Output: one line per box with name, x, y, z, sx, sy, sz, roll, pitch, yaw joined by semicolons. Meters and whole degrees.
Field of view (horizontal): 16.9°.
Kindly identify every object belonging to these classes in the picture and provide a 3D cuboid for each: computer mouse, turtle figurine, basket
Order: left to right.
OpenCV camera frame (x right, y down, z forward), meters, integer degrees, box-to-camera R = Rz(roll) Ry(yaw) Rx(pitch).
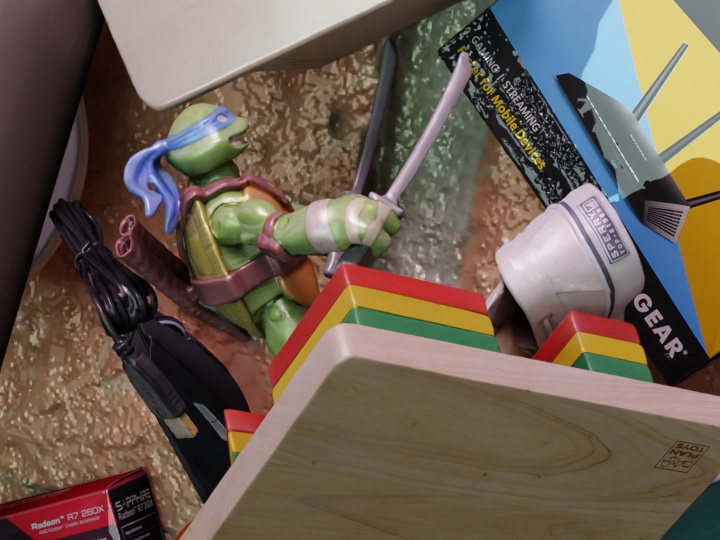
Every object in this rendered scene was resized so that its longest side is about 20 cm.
basket;-0.215;-0.070;1.208;0.180;0.136;0.201;23;84;19
computer mouse;-0.087;0.057;1.218;0.046;0.140;0.201;-28;117;-5
turtle figurine;0.000;0.000;1.145;0.144;0.199;0.195;-1;108;55

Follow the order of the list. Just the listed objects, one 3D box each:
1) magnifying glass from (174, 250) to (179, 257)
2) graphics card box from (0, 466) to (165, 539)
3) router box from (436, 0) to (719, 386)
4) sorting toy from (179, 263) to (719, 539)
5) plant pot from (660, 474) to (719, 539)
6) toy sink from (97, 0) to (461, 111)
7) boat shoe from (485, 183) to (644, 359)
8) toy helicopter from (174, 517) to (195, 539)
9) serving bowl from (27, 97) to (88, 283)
magnifying glass;-0.012;0.034;1.261;0.199;0.022;0.080;22;106;18
graphics card box;-0.151;0.221;1.330;0.125;0.051;0.201;-15;92;24
router box;0.153;-0.070;1.155;0.149;0.051;0.200;-38;81;22
sorting toy;0.027;0.090;1.043;0.199;0.199;0.070;-55;36;37
plant pot;0.222;0.173;1.112;0.199;0.135;0.201;3;99;24
toy sink;-0.024;-0.174;1.188;0.199;0.112;0.131;-24;87;20
boat shoe;0.076;0.027;1.118;0.086;0.202;0.075;-28;78;-7
toy helicopter;-0.113;0.218;1.230;0.199;0.133;0.079;-29;121;21
serving bowl;-0.237;-0.063;1.308;0.199;0.066;0.201;-1;84;9
